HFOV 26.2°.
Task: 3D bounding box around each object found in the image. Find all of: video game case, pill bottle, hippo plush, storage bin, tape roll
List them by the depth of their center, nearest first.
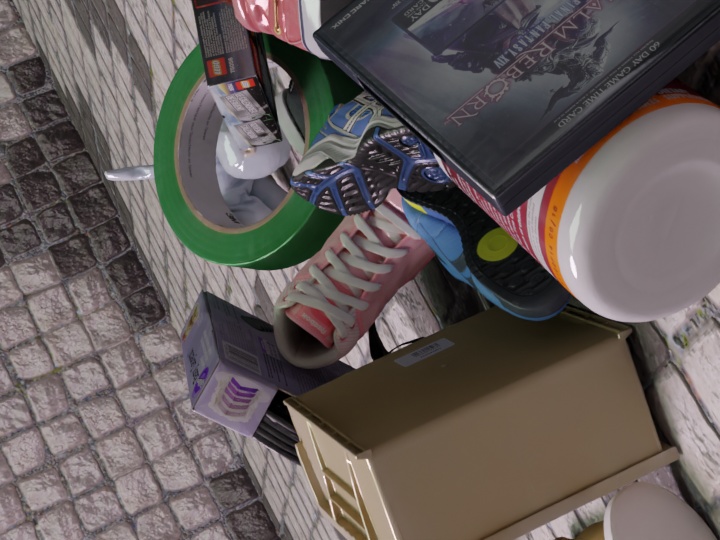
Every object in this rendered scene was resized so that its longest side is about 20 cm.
[{"bbox_3d":[0.073,-0.120,0.765,0.019,0.143,0.200,52,177,-39],"label":"video game case"},{"bbox_3d":[0.104,-0.068,0.795,0.200,0.112,0.113,48,158,50],"label":"pill bottle"},{"bbox_3d":[0.069,0.104,1.039,0.094,0.199,0.198,69,166,-13],"label":"storage bin"},{"bbox_3d":[-0.083,-0.101,1.256,0.200,0.048,0.202,-5,82,39],"label":"tape roll"},{"bbox_3d":[-0.129,-0.120,1.612,0.200,0.159,0.161,41,125,27],"label":"hippo plush"}]

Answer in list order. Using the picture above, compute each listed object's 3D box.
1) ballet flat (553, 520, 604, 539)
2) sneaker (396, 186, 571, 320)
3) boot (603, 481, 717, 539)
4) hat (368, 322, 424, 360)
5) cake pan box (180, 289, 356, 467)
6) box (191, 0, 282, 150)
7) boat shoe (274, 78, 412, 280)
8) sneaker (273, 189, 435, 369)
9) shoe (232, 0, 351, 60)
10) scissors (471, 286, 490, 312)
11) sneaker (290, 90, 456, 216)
[{"bbox_3d":[0.170,0.234,1.175,0.069,0.063,0.200,62,166,10],"label":"ballet flat"},{"bbox_3d":[0.093,-0.013,1.055,0.200,0.066,0.079,47,170,52],"label":"sneaker"},{"bbox_3d":[0.212,0.237,0.998,0.201,0.072,0.090,60,160,18],"label":"boot"},{"bbox_3d":[0.074,0.104,1.260,0.201,0.081,0.201,61,177,6],"label":"hat"},{"bbox_3d":[-0.050,0.100,1.226,0.183,0.053,0.200,26,-171,-16],"label":"cake pan box"},{"bbox_3d":[-0.102,-0.208,1.169,0.137,0.040,0.201,68,-170,-75],"label":"box"},{"bbox_3d":[-0.002,-0.084,1.262,0.060,0.075,0.200,-43,73,28],"label":"boat shoe"},{"bbox_3d":[0.000,0.000,1.172,0.075,0.105,0.200,38,126,1],"label":"sneaker"},{"bbox_3d":[-0.045,-0.243,1.022,0.091,0.071,0.201,21,125,33],"label":"shoe"},{"bbox_3d":[0.125,0.087,1.204,0.073,0.014,0.201,-142,31,-67],"label":"scissors"},{"bbox_3d":[0.028,-0.097,1.052,0.076,0.077,0.199,35,151,-33],"label":"sneaker"}]
